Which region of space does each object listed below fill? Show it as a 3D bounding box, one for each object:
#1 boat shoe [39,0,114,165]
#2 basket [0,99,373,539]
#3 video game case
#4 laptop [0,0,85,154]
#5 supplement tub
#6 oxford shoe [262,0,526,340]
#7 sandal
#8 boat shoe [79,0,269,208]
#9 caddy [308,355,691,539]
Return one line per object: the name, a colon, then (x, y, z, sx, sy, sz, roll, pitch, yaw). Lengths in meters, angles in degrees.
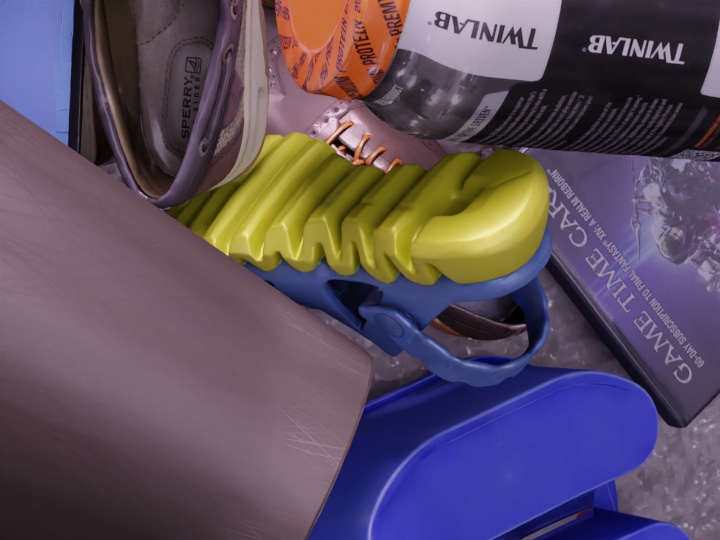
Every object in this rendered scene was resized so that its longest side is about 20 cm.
boat shoe: (-0.101, -0.143, 1.185, 0.074, 0.075, 0.204, -5, 97, -21)
basket: (-0.108, 0.040, 1.102, 0.199, 0.136, 0.181, 27, 116, -8)
video game case: (0.165, -0.051, 1.282, 0.200, 0.019, 0.143, -43, 105, -14)
laptop: (-0.201, -0.120, 1.107, 0.176, 0.200, 0.104, 3, 57, 11)
supplement tub: (0.076, -0.106, 1.103, 0.199, 0.122, 0.123, 3, 96, -23)
oxford shoe: (0.003, -0.047, 1.222, 0.200, 0.073, 0.071, 40, 86, -15)
sandal: (0.000, 0.000, 1.148, 0.079, 0.199, 0.087, -46, 126, -29)
boat shoe: (-0.074, -0.119, 1.107, 0.071, 0.065, 0.201, 3, 112, 14)
caddy: (0.044, 0.117, 1.230, 0.199, 0.105, 0.142, -22, 101, -33)
